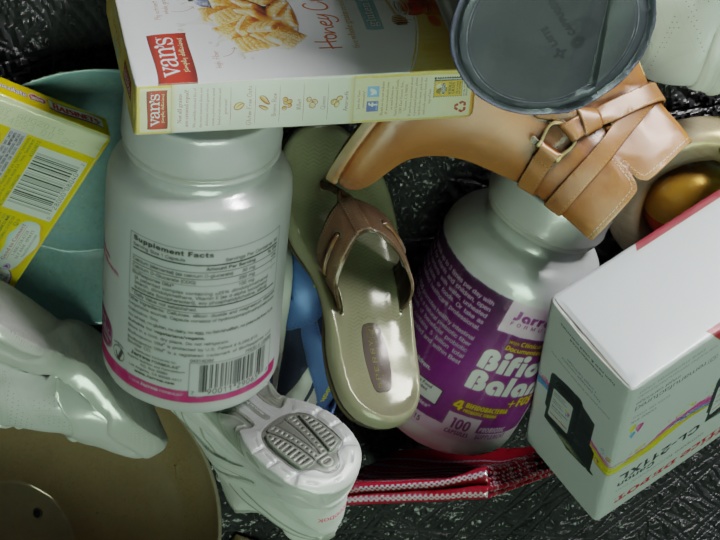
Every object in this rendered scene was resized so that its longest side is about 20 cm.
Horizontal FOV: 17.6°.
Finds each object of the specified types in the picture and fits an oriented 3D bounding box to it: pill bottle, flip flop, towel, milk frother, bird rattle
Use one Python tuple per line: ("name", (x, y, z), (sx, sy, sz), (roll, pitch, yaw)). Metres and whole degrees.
("pill bottle", (0.091, 0.017, 1.546), (0.112, 0.113, 0.201), (12, 125, -23))
("flip flop", (0.000, 0.000, 1.474), (0.081, 0.201, 0.058), (-7, 168, -25))
("towel", (0.049, 0.139, 1.589), (0.144, 0.200, 0.023), (-5, 89, 19))
("pill bottle", (-0.099, -0.023, 1.411), (0.113, 0.114, 0.201), (-3, 128, -12))
("milk frother", (0.036, -0.186, 1.313), (0.199, 0.189, 0.181), (-31, 128, 10))
("bird rattle", (0.245, -0.052, 1.565), (0.162, 0.113, 0.200), (-5, 144, 5))

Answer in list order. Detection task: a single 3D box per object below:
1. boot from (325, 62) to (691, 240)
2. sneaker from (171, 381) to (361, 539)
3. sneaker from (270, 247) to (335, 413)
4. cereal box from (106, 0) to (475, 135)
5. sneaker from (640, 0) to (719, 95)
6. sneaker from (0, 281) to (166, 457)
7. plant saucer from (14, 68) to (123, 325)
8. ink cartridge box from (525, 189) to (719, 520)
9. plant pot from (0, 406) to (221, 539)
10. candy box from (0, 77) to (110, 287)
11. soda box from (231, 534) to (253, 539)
("boot", (0.092, -0.076, 1.440), (0.200, 0.074, 0.155), (-40, 94, 7))
("sneaker", (-0.082, 0.107, 1.497), (0.078, 0.200, 0.100), (-24, 140, -30))
("sneaker", (-0.033, 0.064, 1.570), (0.082, 0.074, 0.201), (-4, 131, -14))
("cereal box", (-0.044, -0.136, 1.364), (0.199, 0.144, 0.040), (-4, 126, -13))
("sneaker", (0.204, -0.198, 1.432), (0.088, 0.075, 0.201), (10, 126, -2))
("sneaker", (-0.208, 0.075, 1.473), (0.088, 0.075, 0.200), (-38, 136, 14))
("plant saucer", (-0.171, -0.053, 1.469), (0.200, 0.039, 0.202), (-7, 129, -9))
("ink cartridge box", (0.195, 0.058, 1.524), (0.145, 0.083, 0.200), (-32, 156, -18))
("plant pot", (-0.212, 0.175, 1.570), (0.199, 0.201, 0.134), (17, 156, -26))
("candy box", (-0.245, -0.030, 1.426), (0.102, 0.026, 0.200), (22, 121, -28))
("soda box", (-0.024, 0.268, 1.752), (0.199, 0.068, 0.064), (23, 121, -29))
